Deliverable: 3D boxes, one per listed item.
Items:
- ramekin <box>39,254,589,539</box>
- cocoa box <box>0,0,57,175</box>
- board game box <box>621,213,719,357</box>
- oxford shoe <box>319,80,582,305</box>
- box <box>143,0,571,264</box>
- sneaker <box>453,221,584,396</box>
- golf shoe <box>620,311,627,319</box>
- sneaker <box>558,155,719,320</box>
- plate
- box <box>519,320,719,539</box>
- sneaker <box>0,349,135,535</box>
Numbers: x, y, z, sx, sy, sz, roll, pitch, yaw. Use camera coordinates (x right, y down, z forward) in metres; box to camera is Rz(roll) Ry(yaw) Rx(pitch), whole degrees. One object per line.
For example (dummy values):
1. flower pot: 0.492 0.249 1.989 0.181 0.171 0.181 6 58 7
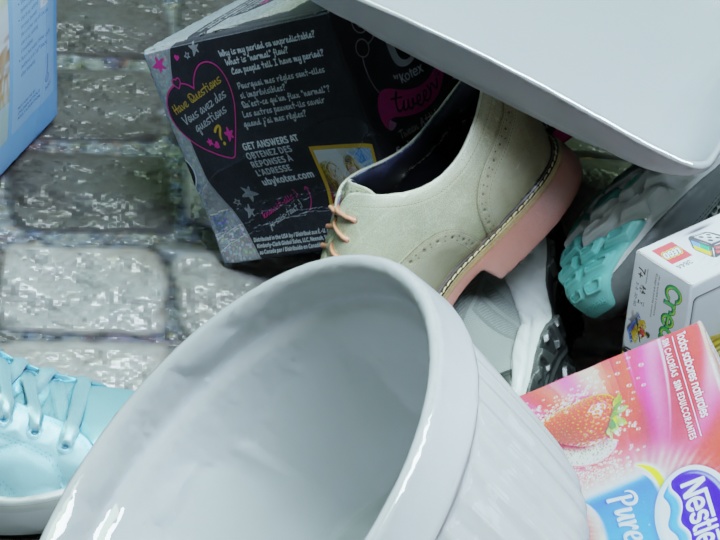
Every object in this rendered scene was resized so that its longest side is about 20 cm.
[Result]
1. ramekin: -0.014 0.104 0.848 0.105 0.200 0.200 40 23 -27
2. cocoa box: -0.239 -0.095 1.159 0.131 0.134 0.200 15 36 14
3. board game box: 0.188 0.019 1.046 0.200 0.127 0.035 -23 42 -33
4. oxford shoe: 0.000 0.000 1.034 0.200 0.074 0.071 -47 31 -9
5. box: 0.020 -0.098 1.171 0.132 0.115 0.200 -6 19 45
6. sneaker: 0.054 0.039 1.064 0.079 0.074 0.200 -13 33 10
7. golf shoe: 0.177 -0.029 1.171 0.092 0.073 0.200 28 47 0
8. sneaker: 0.166 -0.028 1.069 0.200 0.078 0.091 -40 94 -34
9. plate: 0.079 -0.117 1.054 0.200 0.032 0.200 28 36 8
10. box: 0.113 0.127 0.879 0.094 0.103 0.200 -23 33 11
11. sneaker: -0.163 0.052 0.998 0.199 0.082 0.074 1 35 -5
